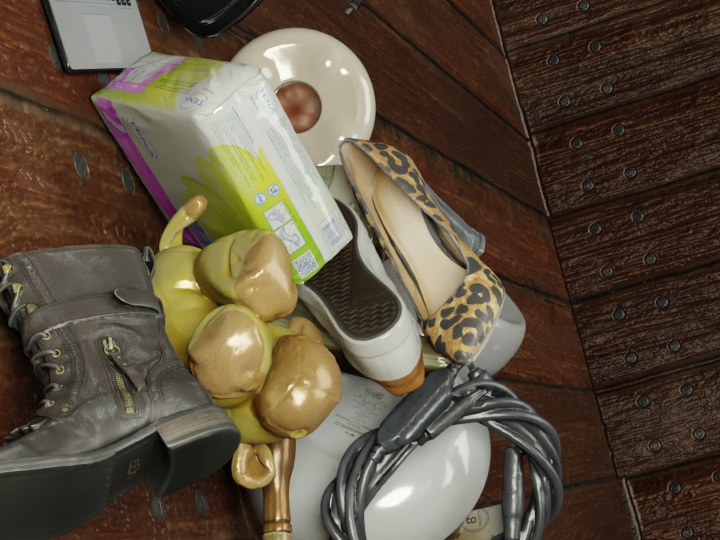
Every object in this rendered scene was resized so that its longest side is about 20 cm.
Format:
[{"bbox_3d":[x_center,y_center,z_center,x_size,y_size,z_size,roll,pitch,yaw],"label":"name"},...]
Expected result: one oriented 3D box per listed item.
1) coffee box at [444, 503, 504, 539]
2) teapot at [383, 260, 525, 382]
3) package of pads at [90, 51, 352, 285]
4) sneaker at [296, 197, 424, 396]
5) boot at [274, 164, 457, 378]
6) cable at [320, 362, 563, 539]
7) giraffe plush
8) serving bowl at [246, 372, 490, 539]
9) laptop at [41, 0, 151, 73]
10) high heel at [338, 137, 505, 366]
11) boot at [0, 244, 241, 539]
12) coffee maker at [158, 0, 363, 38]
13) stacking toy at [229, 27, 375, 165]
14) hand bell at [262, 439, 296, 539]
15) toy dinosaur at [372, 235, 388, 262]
[{"bbox_3d":[0.037,0.269,1.406,0.080,0.199,0.113,62,17,-47],"label":"coffee box"},{"bbox_3d":[0.067,0.060,1.880,0.200,0.146,0.198,28,17,-42],"label":"teapot"},{"bbox_3d":[-0.104,-0.082,1.305,0.200,0.068,0.155,17,-38,57],"label":"package of pads"},{"bbox_3d":[-0.008,0.023,1.313,0.085,0.073,0.200,62,-1,-38],"label":"sneaker"},{"bbox_3d":[0.000,0.000,1.393,0.155,0.199,0.072,-70,156,-15],"label":"boot"},{"bbox_3d":[0.060,0.174,1.324,0.163,0.200,0.051,49,-19,-21],"label":"cable"},{"bbox_3d":[-0.084,0.066,1.216,0.162,0.173,0.200,42,0,-33],"label":"giraffe plush"},{"bbox_3d":[0.001,0.131,1.403,0.066,0.199,0.201,76,7,-50],"label":"serving bowl"},{"bbox_3d":[-0.173,-0.264,1.371,0.187,0.115,0.201,-27,100,-75],"label":"laptop"},{"bbox_3d":[0.034,-0.015,1.302,0.142,0.071,0.200,39,22,-19],"label":"high heel"},{"bbox_3d":[-0.180,0.061,1.052,0.199,0.069,0.174,-11,52,-36],"label":"boot"},{"bbox_3d":[-0.089,-0.292,1.583,0.135,0.191,0.200,-64,175,33],"label":"coffee maker"},{"bbox_3d":[-0.061,-0.142,1.697,0.200,0.145,0.147,110,-36,-86],"label":"stacking toy"},{"bbox_3d":[-0.061,0.178,1.286,0.104,0.104,0.201,41,42,-64],"label":"hand bell"},{"bbox_3d":[-0.042,-0.050,1.517,0.077,0.199,0.102,-61,165,-25],"label":"toy dinosaur"}]
